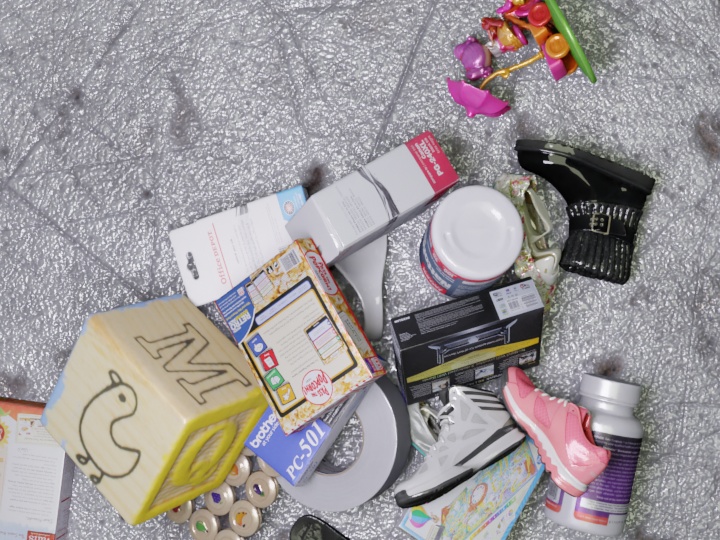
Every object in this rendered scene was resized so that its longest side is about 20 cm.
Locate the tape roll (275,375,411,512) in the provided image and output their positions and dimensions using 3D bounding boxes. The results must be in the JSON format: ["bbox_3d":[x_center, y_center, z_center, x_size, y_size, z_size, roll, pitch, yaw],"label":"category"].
[{"bbox_3d":[-0.032,0.224,1.608,0.197,0.066,0.204,-1,88,20],"label":"tape roll"}]

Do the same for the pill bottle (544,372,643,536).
[{"bbox_3d":[0.321,0.246,1.586,0.110,0.111,0.203,12,91,4],"label":"pill bottle"}]

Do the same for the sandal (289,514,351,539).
[{"bbox_3d":[-0.012,0.413,1.643,0.198,0.045,0.076,28,92,4],"label":"sandal"}]

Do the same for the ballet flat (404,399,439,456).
[{"bbox_3d":[0.126,0.257,1.620,0.064,0.067,0.201,-41,86,12],"label":"ballet flat"}]

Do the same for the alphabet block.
[{"bbox_3d":[-0.264,0.176,1.539,0.200,0.195,0.197,41,118,21],"label":"alphabet block"}]

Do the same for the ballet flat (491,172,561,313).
[{"bbox_3d":[0.232,-0.037,1.573,0.063,0.075,0.203,-12,104,35],"label":"ballet flat"}]

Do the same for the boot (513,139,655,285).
[{"bbox_3d":[0.290,-0.082,1.603,0.208,0.079,0.160,20,91,3],"label":"boot"}]

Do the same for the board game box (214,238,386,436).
[{"bbox_3d":[-0.079,0.085,1.499,0.151,0.046,0.202,-34,78,23],"label":"board game box"}]

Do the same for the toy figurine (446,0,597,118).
[{"bbox_3d":[0.196,-0.297,1.598,0.182,0.150,0.202,-29,66,13],"label":"toy figurine"}]

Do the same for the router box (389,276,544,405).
[{"bbox_3d":[0.143,0.096,1.563,0.197,0.158,0.053,-16,57,-5],"label":"router box"}]

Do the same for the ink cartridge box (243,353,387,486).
[{"bbox_3d":[-0.060,0.176,1.552,0.093,0.044,0.201,34,93,20],"label":"ink cartridge box"}]

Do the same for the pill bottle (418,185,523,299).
[{"bbox_3d":[0.138,-0.027,1.546,0.117,0.200,0.122,1,76,-4],"label":"pill bottle"}]

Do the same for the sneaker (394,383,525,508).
[{"bbox_3d":[0.109,0.223,1.538,0.199,0.076,0.116,-26,73,-22],"label":"sneaker"}]

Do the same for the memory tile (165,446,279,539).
[{"bbox_3d":[-0.186,0.295,1.630,0.152,0.017,0.202,34,104,23],"label":"memory tile"}]

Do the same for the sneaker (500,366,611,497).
[{"bbox_3d":[0.260,0.196,1.542,0.087,0.073,0.201,-42,56,17],"label":"sneaker"}]

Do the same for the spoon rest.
[{"bbox_3d":[0.000,0.000,1.628,0.098,0.060,0.203,-11,92,-21],"label":"spoon rest"}]

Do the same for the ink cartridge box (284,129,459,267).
[{"bbox_3d":[0.012,-0.087,1.554,0.198,0.145,0.084,-30,87,-24],"label":"ink cartridge box"}]

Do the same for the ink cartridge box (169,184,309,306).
[{"bbox_3d":[-0.155,-0.032,1.641,0.197,0.068,0.118,-18,89,4],"label":"ink cartridge box"}]

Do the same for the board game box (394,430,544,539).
[{"bbox_3d":[0.153,0.294,1.574,0.134,0.034,0.201,34,74,0],"label":"board game box"}]

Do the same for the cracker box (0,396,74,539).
[{"bbox_3d":[-0.480,0.289,1.670,0.132,0.058,0.204,7,90,5],"label":"cracker box"}]
